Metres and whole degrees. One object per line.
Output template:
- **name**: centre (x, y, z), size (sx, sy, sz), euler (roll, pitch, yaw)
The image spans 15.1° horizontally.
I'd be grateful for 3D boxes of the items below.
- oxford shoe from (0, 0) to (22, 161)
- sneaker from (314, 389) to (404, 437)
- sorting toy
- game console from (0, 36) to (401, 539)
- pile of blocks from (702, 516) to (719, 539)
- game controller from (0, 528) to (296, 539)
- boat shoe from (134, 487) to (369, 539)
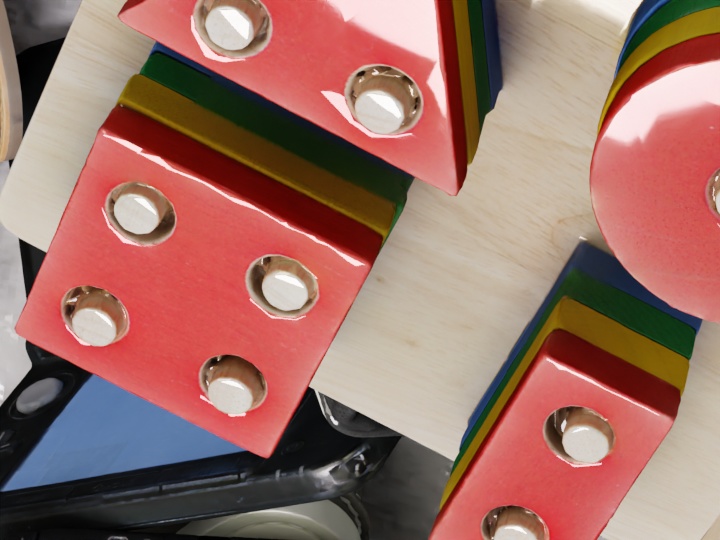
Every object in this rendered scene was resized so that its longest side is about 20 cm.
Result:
- **oxford shoe**: centre (-0.173, -0.120, 0.954), size (0.071, 0.071, 0.201), euler (33, 147, 57)
- **sneaker**: centre (0.000, 0.000, 0.826), size (0.199, 0.088, 0.076), euler (31, 144, 3)
- **sorting toy**: centre (0.026, -0.025, 0.623), size (0.199, 0.070, 0.199), euler (27, 129, -2)
- **game console**: centre (-0.067, -0.004, 0.942), size (0.199, 0.176, 0.117), euler (-12, 117, 34)
- **pile of blocks**: centre (0.120, 0.154, 0.838), size (0.082, 0.062, 0.201), euler (-1, 92, -4)
- **game controller**: centre (-0.032, 0.133, 0.914), size (0.199, 0.042, 0.105), euler (3, 122, 4)
- **boat shoe**: centre (-0.073, 0.108, 0.986), size (0.201, 0.060, 0.072), euler (-28, 123, 37)
